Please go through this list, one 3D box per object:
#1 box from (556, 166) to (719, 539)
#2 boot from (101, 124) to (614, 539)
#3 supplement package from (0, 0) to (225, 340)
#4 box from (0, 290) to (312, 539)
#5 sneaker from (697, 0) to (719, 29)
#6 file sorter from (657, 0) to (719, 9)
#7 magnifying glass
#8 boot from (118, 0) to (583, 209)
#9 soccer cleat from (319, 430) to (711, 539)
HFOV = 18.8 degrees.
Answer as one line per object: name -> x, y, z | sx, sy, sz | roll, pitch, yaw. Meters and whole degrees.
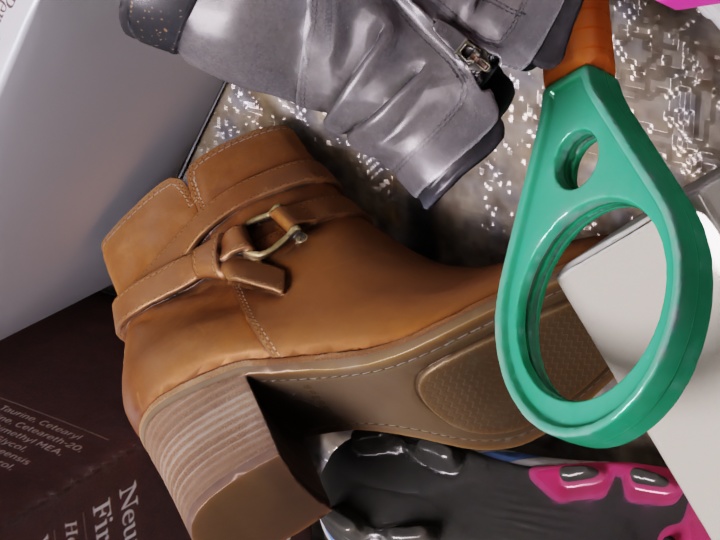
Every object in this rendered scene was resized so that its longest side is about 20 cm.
box -> 0.154, 0.061, 0.702 | 0.068, 0.082, 0.201 | -32, 89, 42
boot -> 0.000, 0.000, 0.793 | 0.074, 0.199, 0.155 | 67, 179, -47
supplement package -> -0.135, -0.078, 0.816 | 0.111, 0.155, 0.201 | 41, 128, 16
box -> -0.141, 0.121, 0.872 | 0.163, 0.200, 0.167 | 14, 118, 35
sneaker -> 0.137, -0.092, 0.659 | 0.075, 0.088, 0.201 | -34, 62, 26
file sorter -> 0.109, -0.186, 0.555 | 0.138, 0.125, 0.202 | -4, 81, 39
magnifying glass -> 0.071, -0.041, 0.687 | 0.079, 0.022, 0.201 | -29, 52, 43
boot -> 0.022, -0.132, 0.671 | 0.131, 0.070, 0.201 | 26, 102, 4
soccer cleat -> 0.079, 0.104, 0.791 | 0.199, 0.086, 0.070 | 16, 73, 28
